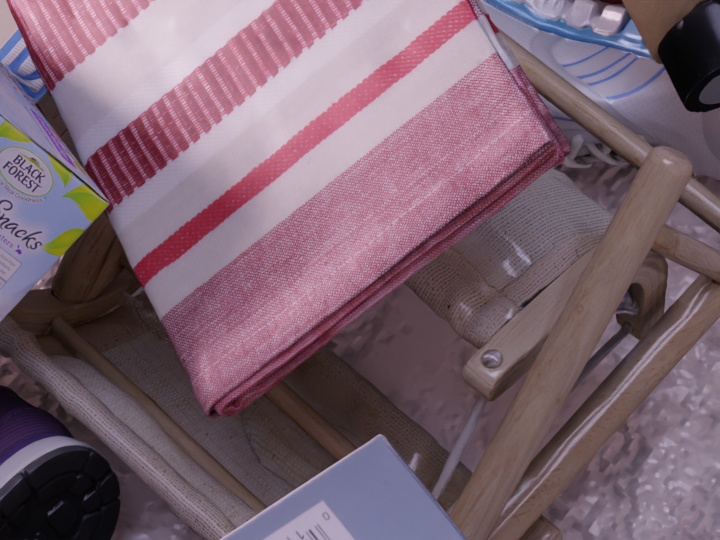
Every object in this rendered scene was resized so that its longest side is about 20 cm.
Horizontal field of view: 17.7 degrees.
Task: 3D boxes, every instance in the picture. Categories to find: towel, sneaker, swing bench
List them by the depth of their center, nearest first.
[{"bbox_3d":[-0.035,-0.074,0.738,0.144,0.023,0.201,-37,65,18],"label":"towel"},{"bbox_3d":[-0.181,0.116,0.788,0.200,0.076,0.087,-38,47,-23],"label":"sneaker"},{"bbox_3d":[0.000,0.000,0.791,0.199,0.130,0.201,40,100,25],"label":"swing bench"},{"bbox_3d":[0.074,-0.061,0.879,0.199,0.075,0.087,27,80,21],"label":"sneaker"}]

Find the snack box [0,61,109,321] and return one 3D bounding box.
[{"bbox_3d":[-0.196,-0.001,0.782,0.200,0.068,0.169,-48,38,4],"label":"snack box"}]

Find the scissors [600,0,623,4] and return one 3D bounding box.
[{"bbox_3d":[0.138,-0.176,0.852,0.200,0.073,0.014,-42,24,19],"label":"scissors"}]

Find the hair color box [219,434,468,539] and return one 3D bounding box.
[{"bbox_3d":[-0.010,0.142,0.665,0.099,0.201,0.061,-32,59,-16],"label":"hair color box"}]

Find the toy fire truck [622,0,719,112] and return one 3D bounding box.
[{"bbox_3d":[0.203,-0.136,0.785,0.199,0.176,0.129,-16,70,-29],"label":"toy fire truck"}]

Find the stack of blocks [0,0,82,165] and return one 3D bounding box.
[{"bbox_3d":[-0.174,-0.120,0.925,0.199,0.059,0.115,31,74,23],"label":"stack of blocks"}]
